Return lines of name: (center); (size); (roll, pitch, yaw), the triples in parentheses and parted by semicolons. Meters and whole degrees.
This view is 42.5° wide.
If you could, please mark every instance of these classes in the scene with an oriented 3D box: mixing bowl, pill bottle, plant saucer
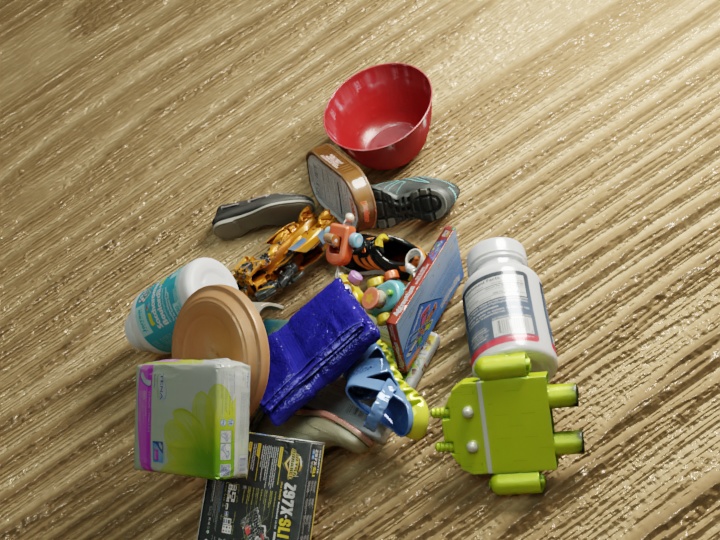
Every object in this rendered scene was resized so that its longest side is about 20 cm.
mixing bowl: (0.043, -0.251, 1.611); (0.196, 0.109, 0.203); (-11, 53, 14)
pill bottle: (-0.292, 0.065, 1.475); (0.198, 0.110, 0.112); (-28, 44, 35)
pill bottle: (0.205, 0.060, 1.310); (0.117, 0.120, 0.203); (-13, 51, 13)
plant saucer: (-0.208, 0.122, 1.321); (0.198, 0.032, 0.205); (1, 91, 42)

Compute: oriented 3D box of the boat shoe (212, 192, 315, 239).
boat shoe: (-0.173, -0.110, 1.625); (0.197, 0.067, 0.058); (-14, 56, 17)

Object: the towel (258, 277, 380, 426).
towel: (-0.078, 0.109, 1.326); (0.199, 0.050, 0.148); (-40, 43, 1)

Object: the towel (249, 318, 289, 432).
towel: (-0.158, 0.162, 1.419); (0.146, 0.022, 0.202); (-3, 52, 54)

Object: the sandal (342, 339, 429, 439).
sandal: (0.013, 0.158, 1.298); (0.086, 0.081, 0.200); (-2, 33, -36)

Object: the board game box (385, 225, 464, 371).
board game box: (0.098, 0.039, 1.358); (0.019, 0.104, 0.201); (13, 50, 29)

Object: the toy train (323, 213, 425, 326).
toy train: (0.000, 0.000, 1.401); (0.198, 0.055, 0.153); (20, 99, 41)

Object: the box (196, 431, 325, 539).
box: (-0.140, 0.326, 1.264); (0.157, 0.049, 0.204); (3, 79, 23)

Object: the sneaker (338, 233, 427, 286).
sneaker: (0.030, -0.034, 1.469); (0.198, 0.090, 0.070); (19, 64, 32)

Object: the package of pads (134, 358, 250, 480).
package of pads: (-0.232, 0.199, 1.269); (0.198, 0.068, 0.158); (-5, 82, 42)

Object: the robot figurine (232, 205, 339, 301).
robot figurine: (-0.129, -0.025, 1.525); (0.199, 0.059, 0.144); (-41, 25, -20)

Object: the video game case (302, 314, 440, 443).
video game case: (-0.003, 0.146, 1.398); (0.198, 0.023, 0.183); (18, 64, 33)

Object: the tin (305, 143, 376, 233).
tin: (-0.035, -0.136, 1.545); (0.041, 0.113, 0.200); (-25, 37, -18)

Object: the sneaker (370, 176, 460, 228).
sneaker: (0.075, -0.116, 1.538); (0.197, 0.077, 0.079); (4, 26, 33)

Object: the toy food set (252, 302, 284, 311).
toy food set: (-0.209, 0.135, 1.452); (0.142, 0.060, 0.202); (-2, 54, 54)

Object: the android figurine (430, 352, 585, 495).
android figurine: (0.190, 0.201, 1.212); (0.196, 0.041, 0.186); (-5, 94, 16)

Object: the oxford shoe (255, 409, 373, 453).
oxford shoe: (-0.068, 0.241, 1.330); (0.198, 0.071, 0.075); (8, 61, 39)
